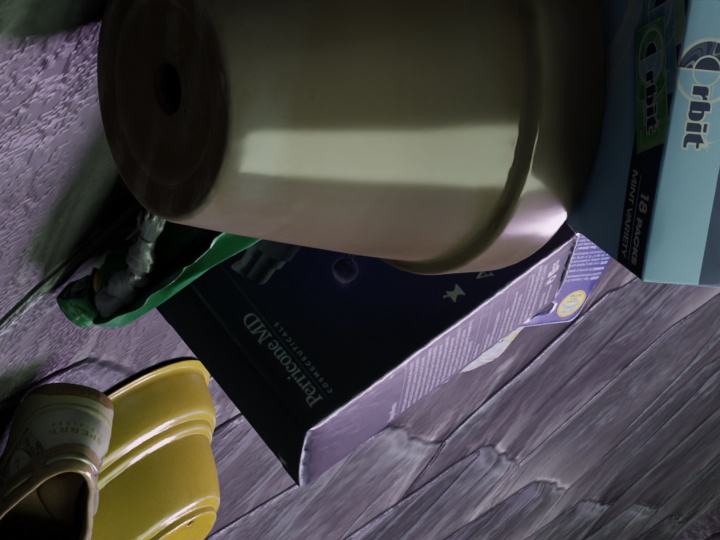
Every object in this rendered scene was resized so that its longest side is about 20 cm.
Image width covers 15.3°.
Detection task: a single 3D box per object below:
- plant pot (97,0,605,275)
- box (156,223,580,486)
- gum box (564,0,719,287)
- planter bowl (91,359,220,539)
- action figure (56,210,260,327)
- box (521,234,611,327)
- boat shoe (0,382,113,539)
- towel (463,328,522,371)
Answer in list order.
[{"bbox_3d":[-0.018,-0.089,1.212,0.173,0.200,0.200,-9,149,-33],"label":"plant pot"},{"bbox_3d":[0.000,0.000,1.526,0.200,0.148,0.104,-37,165,-17],"label":"box"},{"bbox_3d":[0.123,-0.102,1.218,0.044,0.200,0.171,4,106,-19],"label":"gum box"},{"bbox_3d":[-0.152,0.154,1.715,0.200,0.084,0.201,-37,164,-12],"label":"planter bowl"},{"bbox_3d":[-0.087,-0.024,1.397,0.200,0.055,0.118,-36,-167,30],"label":"action figure"},{"bbox_3d":[0.141,-0.051,1.688,0.121,0.032,0.200,-5,129,-52],"label":"box"},{"bbox_3d":[-0.194,0.147,1.583,0.073,0.063,0.200,8,138,-12],"label":"boat shoe"},{"bbox_3d":[0.032,0.042,1.810,0.199,0.048,0.171,-17,166,-21],"label":"towel"}]
